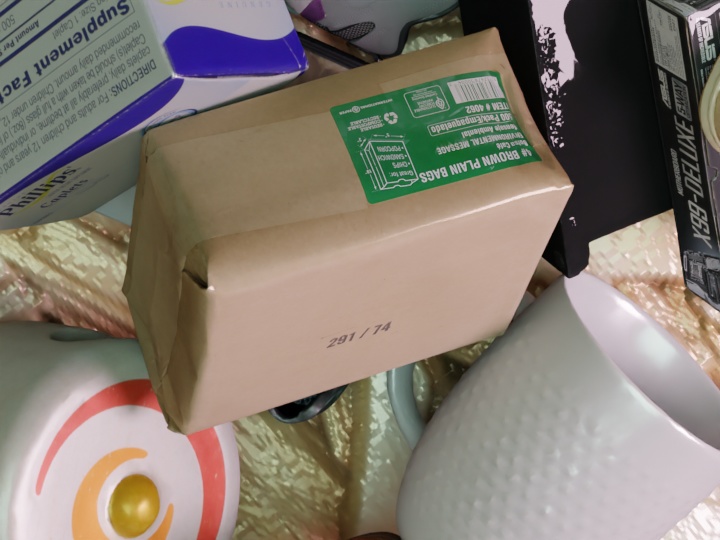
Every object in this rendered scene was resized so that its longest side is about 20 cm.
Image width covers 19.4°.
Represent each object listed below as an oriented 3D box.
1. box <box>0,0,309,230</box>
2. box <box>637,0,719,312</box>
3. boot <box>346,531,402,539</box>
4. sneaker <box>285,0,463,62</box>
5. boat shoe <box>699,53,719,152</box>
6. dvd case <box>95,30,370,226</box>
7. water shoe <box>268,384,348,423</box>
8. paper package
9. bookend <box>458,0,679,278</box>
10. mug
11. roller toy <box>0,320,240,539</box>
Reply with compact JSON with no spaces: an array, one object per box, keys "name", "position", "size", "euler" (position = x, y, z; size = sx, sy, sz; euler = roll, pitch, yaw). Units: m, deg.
[{"name":"box","position":[-0.153,-0.147,1.075],"size":[0.184,0.105,0.200],"euler":[-29,78,36]},{"name":"box","position":[0.243,-0.093,1.165],"size":[0.158,0.050,0.200],"euler":[-26,125,-16]},{"name":"boot","position":[-0.064,0.207,1.195],"size":[0.200,0.155,0.074],"euler":[-31,87,10]},{"name":"sneaker","position":[0.050,-0.205,1.207],"size":[0.140,0.078,0.200],"euler":[36,108,-6]},{"name":"boat shoe","position":[0.264,-0.125,1.084],"size":[0.200,0.069,0.074],"euler":[-41,127,-6]},{"name":"dvd case","position":[-0.106,-0.090,1.206],"size":[0.200,0.018,0.143],"euler":[23,103,-13]},{"name":"water shoe","position":[0.000,0.000,1.235],"size":[0.071,0.079,0.200],"euler":[21,99,-2]},{"name":"paper package","position":[-0.013,-0.016,1.097],"size":[0.200,0.191,0.104],"euler":[-16,68,-17]},{"name":"bookend","position":[0.168,-0.131,1.193],"size":[0.200,0.092,0.199],"euler":[-22,122,-16]},{"name":"mug","position":[0.096,0.093,1.228],"size":[0.175,0.148,0.200],"euler":[-46,65,18]},{"name":"roller toy","position":[-0.166,0.125,1.192],"size":[0.200,0.140,0.183],"euler":[-41,122,-34]}]
